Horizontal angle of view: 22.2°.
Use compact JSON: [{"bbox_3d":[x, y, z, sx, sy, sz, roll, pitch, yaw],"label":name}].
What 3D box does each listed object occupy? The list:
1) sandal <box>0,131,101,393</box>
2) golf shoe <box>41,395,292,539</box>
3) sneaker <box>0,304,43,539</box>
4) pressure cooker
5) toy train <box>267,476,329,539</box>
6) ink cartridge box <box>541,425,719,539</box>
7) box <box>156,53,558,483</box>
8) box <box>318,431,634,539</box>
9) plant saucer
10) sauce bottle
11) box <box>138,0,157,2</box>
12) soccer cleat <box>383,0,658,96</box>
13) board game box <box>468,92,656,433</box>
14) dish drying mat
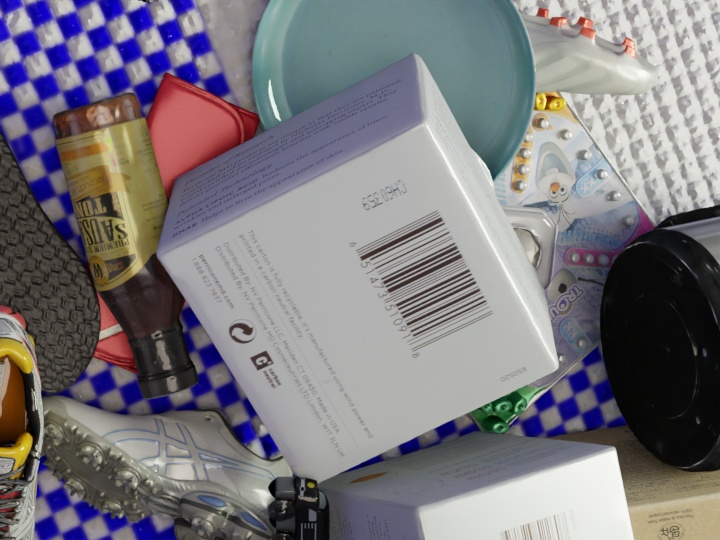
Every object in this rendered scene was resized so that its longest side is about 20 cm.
[{"bbox_3d":[-0.235,-0.015,1.247,0.075,0.045,0.202,-25,94,-14],"label":"sandal"},{"bbox_3d":[-0.139,0.130,1.289,0.199,0.078,0.098,31,53,-6],"label":"golf shoe"},{"bbox_3d":[-0.245,0.128,1.190,0.077,0.082,0.203,-2,101,-19],"label":"sneaker"},{"bbox_3d":[0.290,0.043,1.303,0.198,0.176,0.181,-11,107,-23],"label":"pressure cooker"},{"bbox_3d":[-0.039,0.221,1.255,0.045,0.034,0.202,0,125,-1],"label":"toy train"},{"bbox_3d":[0.232,0.168,1.331,0.198,0.165,0.076,-7,103,-13],"label":"ink cartridge box"},{"bbox_3d":[0.000,0.000,1.223,0.198,0.131,0.200,-26,112,12],"label":"box"},{"bbox_3d":[0.070,0.182,1.235,0.151,0.200,0.108,-14,94,-23],"label":"box"},{"bbox_3d":[0.023,-0.134,1.266,0.198,0.027,0.203,4,109,10],"label":"plant saucer"},{"bbox_3d":[-0.153,-0.015,1.235,0.065,0.066,0.202,-17,95,-12],"label":"sauce bottle"},{"bbox_3d":[-0.110,-0.312,1.229,0.199,0.047,0.194,-32,107,-9],"label":"box"},{"bbox_3d":[0.109,-0.148,1.294,0.198,0.069,0.078,16,106,2],"label":"soccer cleat"},{"bbox_3d":[0.114,-0.013,1.345,0.200,0.026,0.201,-40,106,-6],"label":"board game box"},{"bbox_3d":[-0.140,-0.029,1.279,0.076,0.018,0.202,23,92,-16],"label":"dish drying mat"}]
